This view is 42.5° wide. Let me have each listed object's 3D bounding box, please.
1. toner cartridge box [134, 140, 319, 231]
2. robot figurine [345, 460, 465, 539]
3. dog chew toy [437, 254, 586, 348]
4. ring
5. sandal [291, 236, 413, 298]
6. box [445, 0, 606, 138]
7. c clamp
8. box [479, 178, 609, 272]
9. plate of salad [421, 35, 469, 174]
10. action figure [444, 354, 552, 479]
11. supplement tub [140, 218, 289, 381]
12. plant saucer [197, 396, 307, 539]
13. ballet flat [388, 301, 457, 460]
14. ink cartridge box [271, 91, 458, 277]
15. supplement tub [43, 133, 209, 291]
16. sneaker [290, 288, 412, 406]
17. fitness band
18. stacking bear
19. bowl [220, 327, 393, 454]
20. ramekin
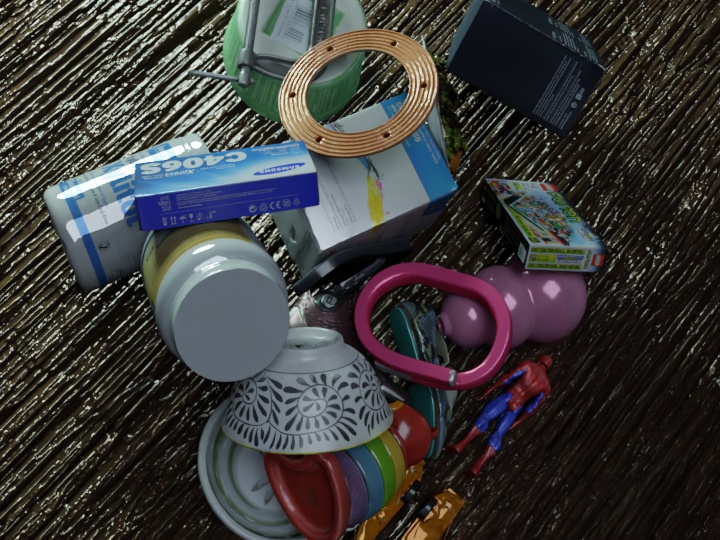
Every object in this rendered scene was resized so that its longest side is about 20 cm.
[{"bbox_3d":[-0.149,-0.096,1.026,0.195,0.095,0.044,-9,121,-10],"label":"toner cartridge box"},{"bbox_3d":[0.031,0.326,1.128,0.145,0.058,0.200,44,71,1],"label":"robot figurine"},{"bbox_3d":[0.192,0.044,1.200,0.196,0.125,0.127,-15,80,-16],"label":"dog chew toy"},{"bbox_3d":[-0.002,-0.212,1.116,0.196,0.019,0.204,-6,57,10],"label":"ring"},{"bbox_3d":[0.001,0.000,1.159,0.198,0.076,0.043,-18,75,-43],"label":"sandal"},{"bbox_3d":[0.218,-0.292,1.247,0.180,0.201,0.105,29,115,-5],"label":"box"},{"bbox_3d":[-0.113,-0.317,1.168,0.167,0.027,0.204,14,74,-9],"label":"c clamp"},{"bbox_3d":[0.236,-0.062,1.214,0.107,0.201,0.035,2,118,-12],"label":"box"},{"bbox_3d":[0.109,-0.206,1.207,0.047,0.200,0.205,-11,78,7],"label":"plate of salad"},{"bbox_3d":[0.188,0.179,1.206,0.199,0.052,0.066,-42,93,-24],"label":"action figure"},{"bbox_3d":[-0.160,0.021,1.013,0.141,0.200,0.148,-7,112,-18],"label":"supplement tub"},{"bbox_3d":[-0.101,0.237,1.108,0.196,0.050,0.204,11,55,-16],"label":"plant saucer"},{"bbox_3d":[0.091,0.137,1.188,0.073,0.074,0.205,-8,81,-15],"label":"ballet flat"},{"bbox_3d":[-0.007,-0.103,1.179,0.197,0.147,0.147,-24,80,-17],"label":"ink cartridge box"},{"bbox_3d":[-0.268,-0.071,1.121,0.197,0.132,0.134,-25,83,-17],"label":"supplement tub"},{"bbox_3d":[-0.004,0.087,1.173,0.198,0.076,0.117,31,69,-3],"label":"sneaker"},{"bbox_3d":[0.087,0.065,1.126,0.196,0.038,0.146,16,67,20],"label":"fitness band"},{"bbox_3d":[0.006,0.217,1.068,0.198,0.120,0.116,-25,100,-43],"label":"stacking bear"},{"bbox_3d":[-0.061,0.121,1.037,0.196,0.201,0.097,-5,104,-14],"label":"bowl"},{"bbox_3d":[-0.083,-0.308,1.239,0.195,0.098,0.205,3,76,-12],"label":"ramekin"}]
